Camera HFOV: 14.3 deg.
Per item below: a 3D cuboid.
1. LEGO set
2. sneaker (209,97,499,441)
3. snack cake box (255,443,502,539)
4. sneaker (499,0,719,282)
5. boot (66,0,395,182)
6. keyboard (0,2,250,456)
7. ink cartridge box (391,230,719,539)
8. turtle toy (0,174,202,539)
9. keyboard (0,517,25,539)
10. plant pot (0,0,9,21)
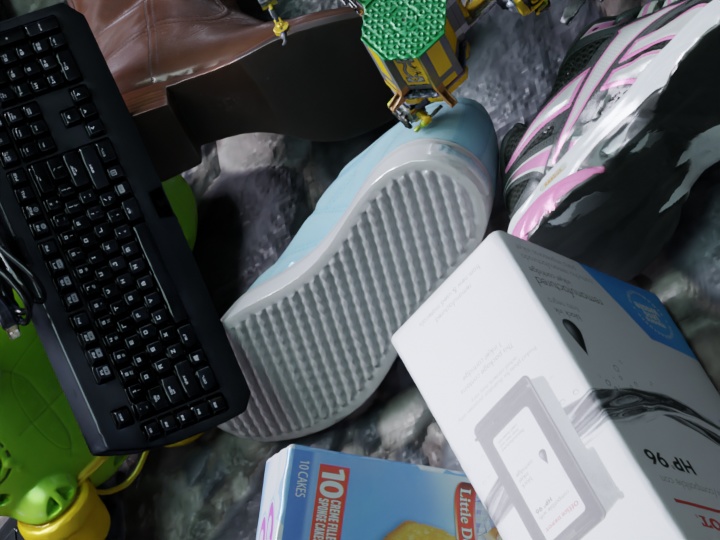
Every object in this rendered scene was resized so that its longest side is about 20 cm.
[{"bbox_3d":[0.024,-0.145,1.237,0.200,0.116,0.154,35,80,29],"label":"LEGO set"},{"bbox_3d":[0.000,0.000,1.264,0.200,0.074,0.082,-42,13,35],"label":"sneaker"},{"bbox_3d":[0.008,0.179,1.144,0.067,0.114,0.202,138,140,-76],"label":"snack cake box"},{"bbox_3d":[0.124,-0.082,1.163,0.200,0.080,0.087,-40,43,19],"label":"sneaker"},{"bbox_3d":[-0.055,-0.135,1.349,0.185,0.065,0.201,-15,39,3],"label":"boot"},{"bbox_3d":[-0.126,-0.016,1.230,0.201,0.104,0.040,64,161,9],"label":"keyboard"},{"bbox_3d":[0.106,0.089,1.093,0.068,0.116,0.201,-45,53,22],"label":"ink cartridge box"},{"bbox_3d":[-0.141,0.028,1.318,0.200,0.146,0.101,-48,34,-21],"label":"turtle toy"},{"bbox_3d":[-0.149,0.189,1.323,0.127,0.021,0.201,-49,34,28],"label":"keyboard"},{"bbox_3d":[-0.277,-0.070,1.448,0.200,0.200,0.178,-47,64,20],"label":"plant pot"}]
